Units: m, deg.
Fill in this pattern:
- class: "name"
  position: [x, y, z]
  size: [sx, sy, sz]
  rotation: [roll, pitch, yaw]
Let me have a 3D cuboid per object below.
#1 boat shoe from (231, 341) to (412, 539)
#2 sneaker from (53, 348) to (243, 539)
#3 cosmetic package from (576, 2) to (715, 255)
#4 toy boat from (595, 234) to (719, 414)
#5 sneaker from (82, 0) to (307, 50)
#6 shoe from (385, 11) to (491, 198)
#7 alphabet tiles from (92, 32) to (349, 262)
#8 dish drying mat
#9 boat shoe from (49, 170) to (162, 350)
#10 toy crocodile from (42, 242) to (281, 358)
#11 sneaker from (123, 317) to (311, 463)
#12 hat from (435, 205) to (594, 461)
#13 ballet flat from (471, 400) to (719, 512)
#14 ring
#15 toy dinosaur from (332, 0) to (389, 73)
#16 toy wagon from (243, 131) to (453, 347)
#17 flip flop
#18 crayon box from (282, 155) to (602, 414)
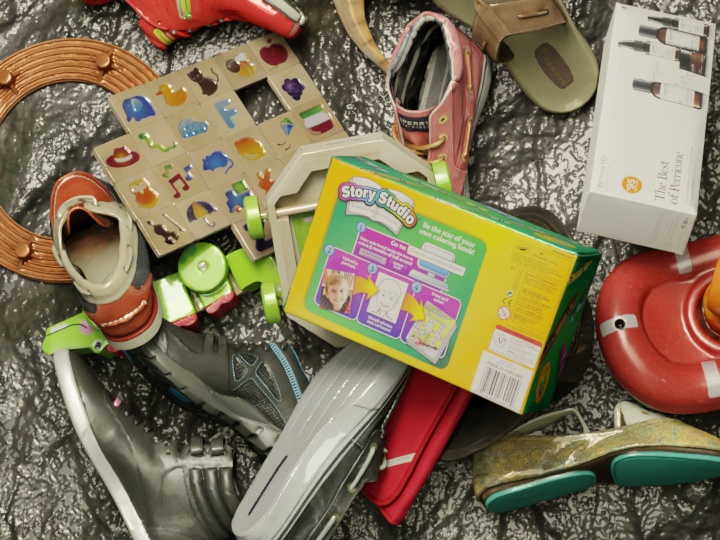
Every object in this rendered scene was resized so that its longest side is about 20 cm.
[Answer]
- class: "boat shoe"
  position: [-0.015, 0.131, 1.541]
  size: [0.071, 0.072, 0.201]
  rotation: [40, 84, -29]
- class: "sneaker"
  position: [-0.154, 0.133, 1.589]
  size: [0.099, 0.071, 0.201]
  rotation: [-30, 88, -2]
- class: "cosmetic package"
  position: [0.215, -0.109, 1.556]
  size: [0.082, 0.051, 0.201]
  rotation: [11, 51, 2]
- class: "toy boat"
  position: [0.270, 0.025, 1.526]
  size: [0.198, 0.131, 0.131]
  rotation: [-13, 67, 3]
- class: "sneaker"
  position: [-0.135, -0.213, 1.664]
  size: [0.199, 0.077, 0.086]
  rotation: [20, 93, 17]
- class: "shoe"
  position: [0.047, -0.093, 1.593]
  size: [0.071, 0.091, 0.202]
  rotation: [9, 80, 24]
- class: "alphabet tiles"
  position: [-0.099, -0.087, 1.608]
  size: [0.199, 0.008, 0.168]
  rotation: [-25, 75, -30]
- class: "dish drying mat"
  position: [0.052, 0.085, 1.540]
  size: [0.077, 0.018, 0.201]
  rotation: [46, 115, 47]
- class: "boat shoe"
  position: [-0.199, -0.021, 1.565]
  size: [0.071, 0.063, 0.200]
  rotation: [-29, 40, 1]
- class: "toy crocodile"
  position: [-0.150, 0.028, 1.612]
  size: [0.199, 0.068, 0.062]
  rotation: [-22, 78, 2]
- class: "sneaker"
  position: [-0.095, 0.080, 1.583]
  size: [0.199, 0.073, 0.082]
  rotation: [36, 76, -14]
- class: "hat"
  position: [0.119, 0.057, 1.562]
  size: [0.081, 0.200, 0.202]
  rotation: [23, 80, -33]
- class: "ballet flat"
  position: [0.179, 0.132, 1.559]
  size: [0.198, 0.071, 0.071]
  rotation: [-10, 78, 4]
- class: "ring"
  position: [-0.236, -0.090, 1.670]
  size: [0.199, 0.019, 0.202]
  rotation: [-1, 78, 7]
- class: "toy dinosaur"
  position: [-0.016, -0.236, 1.653]
  size: [0.105, 0.060, 0.202]
  rotation: [-5, 79, 4]
- class: "toy wagon"
  position: [0.000, 0.000, 1.565]
  size: [0.154, 0.040, 0.202]
  rotation: [-10, 111, 0]
- class: "flip flop"
  position: [0.117, -0.181, 1.568]
  size: [0.081, 0.200, 0.058]
  rotation: [-31, 38, 17]
- class: "crayon box"
  position: [0.055, 0.007, 1.468]
  size: [0.199, 0.058, 0.120]
  rotation: [23, 101, 21]
